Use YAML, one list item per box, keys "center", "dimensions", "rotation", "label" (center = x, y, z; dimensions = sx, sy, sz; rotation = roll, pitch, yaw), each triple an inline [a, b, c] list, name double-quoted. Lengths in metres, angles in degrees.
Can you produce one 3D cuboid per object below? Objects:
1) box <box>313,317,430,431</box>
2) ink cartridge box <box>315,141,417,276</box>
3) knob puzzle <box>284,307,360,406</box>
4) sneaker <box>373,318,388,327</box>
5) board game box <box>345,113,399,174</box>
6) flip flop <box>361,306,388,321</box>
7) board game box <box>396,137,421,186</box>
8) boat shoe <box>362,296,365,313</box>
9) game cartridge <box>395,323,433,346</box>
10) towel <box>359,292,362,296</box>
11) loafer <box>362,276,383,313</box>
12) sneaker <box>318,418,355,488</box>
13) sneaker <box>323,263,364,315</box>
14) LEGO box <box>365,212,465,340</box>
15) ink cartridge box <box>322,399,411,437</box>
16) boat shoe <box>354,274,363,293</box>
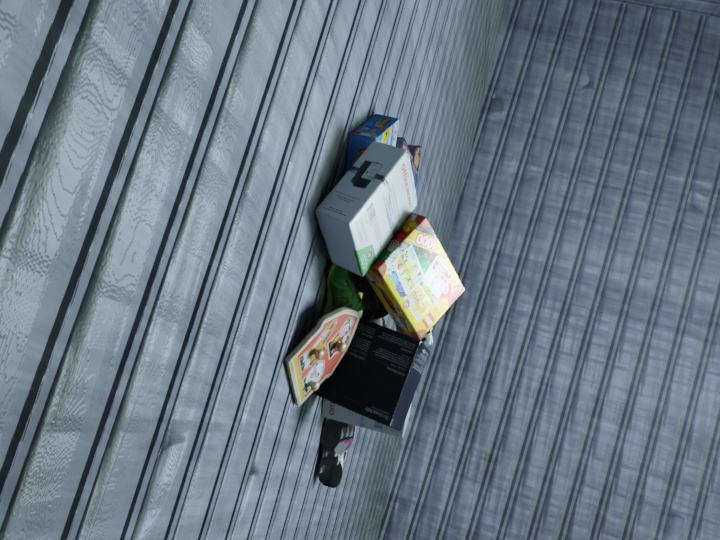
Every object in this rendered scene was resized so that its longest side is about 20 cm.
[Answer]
- center: [0.020, 0.212, 1.557]
  dimensions: [0.186, 0.196, 0.104]
  rotation: [-67, 158, -11]
  label: "box"
- center: [0.016, -0.118, 1.370]
  dimensions: [0.201, 0.082, 0.148]
  rotation: [-51, 147, -27]
  label: "ink cartridge box"
- center: [-0.059, 0.155, 1.418]
  dimensions: [0.219, 0.030, 0.222]
  rotation: [-44, 152, -30]
  label: "knob puzzle"
- center: [0.041, 0.138, 1.926]
  dimensions: [0.074, 0.077, 0.204]
  rotation: [76, 28, -61]
  label: "sneaker"
- center: [0.019, -0.201, 1.523]
  dimensions: [0.196, 0.055, 0.204]
  rotation: [-54, 154, -62]
  label: "board game box"
- center: [0.041, 0.094, 1.690]
  dimensions: [0.203, 0.057, 0.081]
  rotation: [-63, -175, -7]
  label: "flip flop"
- center: [0.091, -0.234, 1.782]
  dimensions: [0.200, 0.060, 0.205]
  rotation: [46, 54, -66]
  label: "board game box"
- center: [0.032, 0.008, 1.782]
  dimensions: [0.074, 0.074, 0.205]
  rotation: [30, 66, -71]
  label: "boat shoe"
- center: [0.104, 0.054, 1.608]
  dimensions: [0.129, 0.038, 0.205]
  rotation: [-155, -128, -65]
  label: "game cartridge"
- center: [-0.032, 0.109, 1.686]
  dimensions: [0.200, 0.022, 0.147]
  rotation: [-43, 145, -70]
  label: "towel"
- center: [0.056, -0.010, 1.508]
  dimensions: [0.073, 0.070, 0.205]
  rotation: [31, 71, -69]
  label: "loafer"
- center: [-0.061, 0.416, 1.789]
  dimensions: [0.086, 0.079, 0.204]
  rotation: [-77, -176, -76]
  label: "sneaker"
- center: [-0.027, 0.047, 1.499]
  dimensions: [0.074, 0.082, 0.205]
  rotation: [-51, 151, -62]
  label: "sneaker"
- center: [0.102, 0.009, 1.465]
  dimensions: [0.149, 0.077, 0.202]
  rotation: [-45, 124, -17]
  label: "LEGO box"
- center: [0.020, 0.279, 1.687]
  dimensions: [0.083, 0.195, 0.149]
  rotation: [-60, 160, -60]
  label: "ink cartridge box"
- center: [0.000, 0.000, 1.608]
  dimensions: [0.201, 0.072, 0.076]
  rotation: [91, 20, -64]
  label: "boat shoe"
